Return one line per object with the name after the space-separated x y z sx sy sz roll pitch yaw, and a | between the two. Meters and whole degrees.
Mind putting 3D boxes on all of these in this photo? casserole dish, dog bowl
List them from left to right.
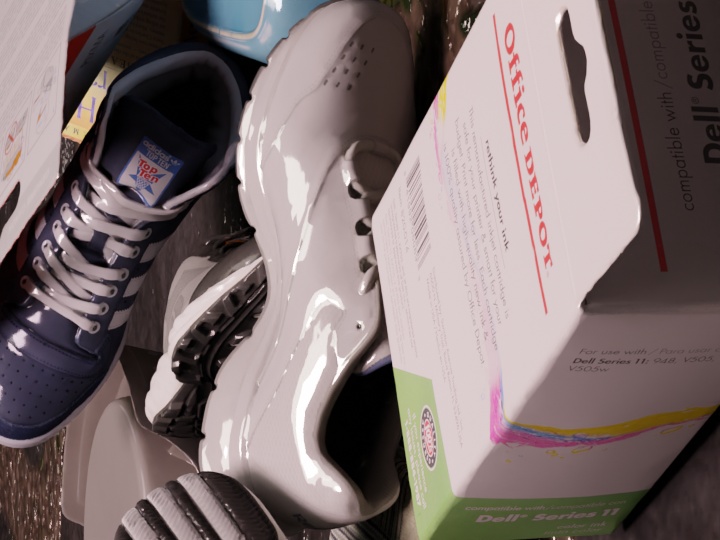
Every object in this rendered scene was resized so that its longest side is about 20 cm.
-0.095 0.132 1.334 0.200 0.059 0.200 180 90 -73 | dog bowl
-0.041 -0.145 1.192 0.200 0.039 0.121 -153 64 -70 | casserole dish

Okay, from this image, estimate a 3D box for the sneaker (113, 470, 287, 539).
-0.012 0.168 0.985 0.200 0.075 0.116 58 172 38 | sneaker

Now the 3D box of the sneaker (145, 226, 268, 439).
-0.048 0.013 1.163 0.200 0.074 0.079 133 139 -66 | sneaker

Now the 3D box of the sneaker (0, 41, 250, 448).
-0.112 -0.015 1.240 0.200 0.070 0.108 -60 7 -9 | sneaker

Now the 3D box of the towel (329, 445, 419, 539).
0.021 0.165 1.019 0.200 0.034 0.193 -142 56 -71 | towel

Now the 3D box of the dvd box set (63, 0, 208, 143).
-0.133 -0.162 1.366 0.146 0.029 0.200 20 116 29 | dvd box set

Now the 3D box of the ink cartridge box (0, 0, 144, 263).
-0.133 -0.076 1.249 0.160 0.047 0.200 130 149 -49 | ink cartridge box

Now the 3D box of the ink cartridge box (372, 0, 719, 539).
0.065 -0.013 0.797 0.200 0.067 0.117 118 148 -59 | ink cartridge box

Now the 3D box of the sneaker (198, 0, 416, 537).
0.000 0.000 1.020 0.087 0.074 0.200 2 87 55 | sneaker
